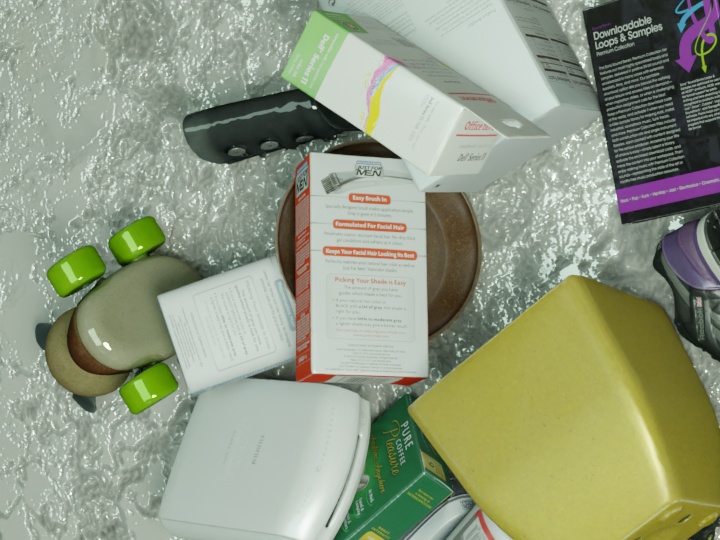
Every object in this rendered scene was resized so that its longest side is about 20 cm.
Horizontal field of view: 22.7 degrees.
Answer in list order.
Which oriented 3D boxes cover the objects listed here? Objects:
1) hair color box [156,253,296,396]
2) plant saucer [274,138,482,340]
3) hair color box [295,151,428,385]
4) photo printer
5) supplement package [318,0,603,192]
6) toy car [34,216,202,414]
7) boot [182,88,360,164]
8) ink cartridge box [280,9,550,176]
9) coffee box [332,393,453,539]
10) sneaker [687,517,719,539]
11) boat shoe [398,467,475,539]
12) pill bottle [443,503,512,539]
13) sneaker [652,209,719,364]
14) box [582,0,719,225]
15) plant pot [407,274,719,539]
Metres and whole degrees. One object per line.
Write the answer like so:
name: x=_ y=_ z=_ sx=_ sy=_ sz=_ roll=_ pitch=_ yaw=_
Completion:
hair color box: x=-0.083 y=0.040 z=1.704 sx=0.199 sy=0.061 sz=0.099 roll=-19 pitch=84 yaw=-4
plant saucer: x=0.014 y=-0.021 z=1.670 sx=0.199 sy=0.037 sz=0.201 roll=3 pitch=77 yaw=-15
hair color box: x=0.000 y=0.000 z=1.610 sx=0.110 sy=0.064 sz=0.201 roll=3 pitch=79 yaw=-16
photo printer: x=-0.084 y=0.184 z=1.697 sx=0.199 sy=0.069 sz=0.167 roll=2 pitch=64 yaw=40
supplement package: x=0.094 y=-0.193 z=1.611 sx=0.151 sy=0.151 sz=0.201 roll=-31 pitch=80 yaw=22
toy car: x=-0.255 y=0.071 z=1.806 sx=0.200 sy=0.158 sz=0.165 roll=-34 pitch=86 yaw=47
boot: x=-0.079 y=-0.157 z=1.688 sx=0.199 sy=0.165 sz=0.066 roll=-6 pitch=68 yaw=24
ink cartridge box: x=0.047 y=-0.136 z=1.487 sx=0.200 sy=0.117 sz=0.067 roll=35 pitch=108 yaw=19
coffee box: x=-0.002 y=0.222 z=1.693 sx=0.044 sy=0.123 sz=0.200 roll=37 pitch=110 yaw=-26
sneaker: x=0.240 y=0.269 z=1.617 sx=0.200 sy=0.072 sz=0.073 roll=-45 pitch=45 yaw=11
boat shoe: x=0.031 y=0.266 z=1.705 sx=0.200 sy=0.072 sz=0.068 roll=-47 pitch=51 yaw=21
pill bottle: x=0.107 y=0.298 z=1.641 sx=0.114 sy=0.114 sz=0.200 roll=45 pitch=119 yaw=15
sneaker: x=0.327 y=0.050 z=1.577 sx=0.087 sy=0.076 sz=0.201 roll=-28 pitch=85 yaw=47
box: x=0.277 y=-0.151 z=1.573 sx=0.143 sy=0.036 sz=0.201 roll=-12 pitch=89 yaw=44
plant pot: x=0.200 y=0.152 z=1.530 sx=0.194 sy=0.195 sz=0.200 roll=-41 pitch=60 yaw=20
